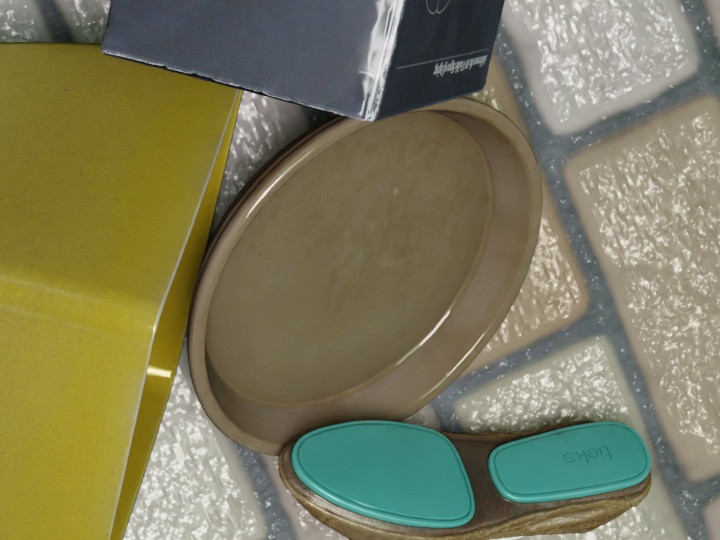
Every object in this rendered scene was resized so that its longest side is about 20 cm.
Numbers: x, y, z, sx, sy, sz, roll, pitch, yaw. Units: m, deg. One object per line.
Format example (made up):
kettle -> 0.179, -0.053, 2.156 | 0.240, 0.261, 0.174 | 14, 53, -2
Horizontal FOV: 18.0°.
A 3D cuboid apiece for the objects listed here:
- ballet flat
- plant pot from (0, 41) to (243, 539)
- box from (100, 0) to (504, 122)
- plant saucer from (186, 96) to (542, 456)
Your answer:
ballet flat -> 0.048, 0.112, 1.126 | 0.200, 0.072, 0.068 | -4, 55, -24
plant pot -> -0.167, 0.015, 0.979 | 0.176, 0.200, 0.200 | 15, 127, -2
box -> -0.002, -0.176, 0.948 | 0.124, 0.200, 0.197 | 14, 101, 13
plant saucer -> 0.000, 0.000, 1.073 | 0.200, 0.029, 0.200 | -23, 134, -25
